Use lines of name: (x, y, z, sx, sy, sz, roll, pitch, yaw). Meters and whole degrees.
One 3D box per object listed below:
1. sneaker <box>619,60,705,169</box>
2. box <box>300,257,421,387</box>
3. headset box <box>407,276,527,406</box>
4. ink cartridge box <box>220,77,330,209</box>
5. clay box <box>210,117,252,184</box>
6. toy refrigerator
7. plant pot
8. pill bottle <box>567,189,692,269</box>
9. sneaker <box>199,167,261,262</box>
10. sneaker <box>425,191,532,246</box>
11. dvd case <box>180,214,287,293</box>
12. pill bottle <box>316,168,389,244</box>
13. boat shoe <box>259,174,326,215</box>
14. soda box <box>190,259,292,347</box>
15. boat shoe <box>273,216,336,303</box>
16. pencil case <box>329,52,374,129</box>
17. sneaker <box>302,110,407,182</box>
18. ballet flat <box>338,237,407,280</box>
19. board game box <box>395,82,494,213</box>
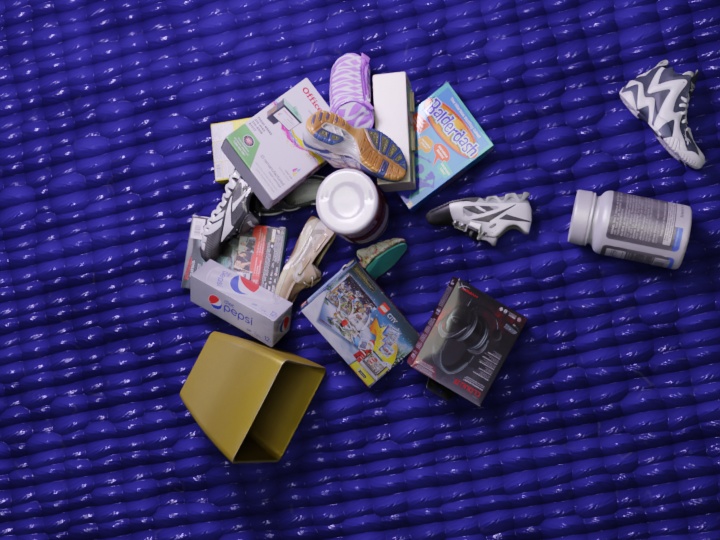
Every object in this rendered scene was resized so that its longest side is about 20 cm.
sneaker: (0.574, -0.289, 1.636, 0.129, 0.079, 0.200, -43, 69, 13)
box: (0.003, 0.097, 1.691, 0.136, 0.038, 0.201, -40, 105, 4)
headset box: (0.186, 0.136, 1.659, 0.147, 0.077, 0.202, 30, 90, -3)
ink cartridge box: (-0.136, -0.236, 1.699, 0.199, 0.084, 0.146, -40, 93, -18)
clay box: (-0.189, -0.241, 1.791, 0.196, 0.048, 0.117, -7, 84, 8)
toy refrigerator: (0.066, -0.253, 1.685, 0.069, 0.076, 0.204, -4, 83, 11)
plant pot: (-0.211, 0.220, 1.690, 0.175, 0.200, 0.202, 28, 91, 22)
pill bottle: (0.473, -0.077, 1.621, 0.196, 0.114, 0.116, 13, 88, 11)
sneaker: (-0.238, -0.095, 1.745, 0.090, 0.066, 0.202, 30, 100, 16)
sneaker: (0.219, -0.088, 1.688, 0.196, 0.074, 0.090, -7, 82, 10)
dvd case: (-0.247, -0.023, 1.797, 0.196, 0.022, 0.149, 8, 87, 10)
pill bottle: (-0.007, -0.111, 1.668, 0.112, 0.200, 0.117, -1, 85, 9)
boat shoe: (-0.139, -0.151, 1.767, 0.196, 0.060, 0.077, -10, 84, 10)
soda box: (-0.225, 0.059, 1.717, 0.198, 0.063, 0.069, 27, 132, 20)
boat shoe: (-0.106, 0.000, 1.745, 0.064, 0.072, 0.203, 24, 87, 10)
pencil case: (-0.015, -0.326, 1.695, 0.083, 0.202, 0.086, 28, 122, -25)
sneaker: (-0.011, -0.212, 1.630, 0.198, 0.088, 0.076, 29, 64, -6)
ballet flat: (0.000, 0.000, 1.726, 0.200, 0.076, 0.064, -45, 62, 0)
board game box: (0.131, -0.231, 1.732, 0.199, 0.045, 0.153, -37, 79, 5)
